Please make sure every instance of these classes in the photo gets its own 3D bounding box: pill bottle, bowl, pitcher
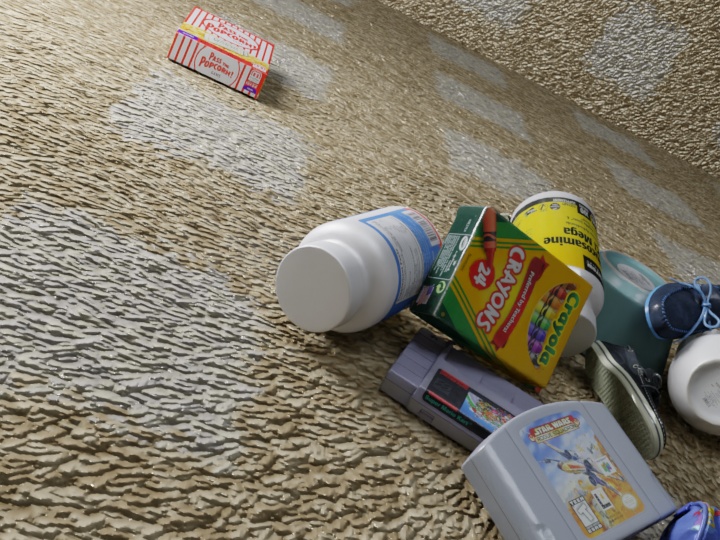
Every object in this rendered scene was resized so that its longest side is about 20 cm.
[{"bbox_3d":[0.000,0.000,0.919,0.112,0.113,0.200,37,25,18],"label":"pill bottle"},{"bbox_3d":[0.245,0.005,1.138,0.112,0.113,0.201,22,45,-15],"label":"pill bottle"},{"bbox_3d":[0.348,0.046,1.226,0.200,0.105,0.201,24,25,-12],"label":"bowl"},{"bbox_3d":[0.468,0.156,1.142,0.172,0.121,0.200,48,16,12],"label":"pitcher"}]

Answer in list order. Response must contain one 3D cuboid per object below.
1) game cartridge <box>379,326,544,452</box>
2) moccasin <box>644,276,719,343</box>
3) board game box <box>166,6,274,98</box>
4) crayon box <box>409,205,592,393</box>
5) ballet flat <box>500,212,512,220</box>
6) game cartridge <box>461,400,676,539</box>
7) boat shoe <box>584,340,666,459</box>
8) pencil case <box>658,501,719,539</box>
[{"bbox_3d":[0.123,0.135,0.883,0.200,0.038,0.130,32,19,7],"label":"game cartridge"},{"bbox_3d":[0.431,0.040,1.153,0.199,0.068,0.081,-12,88,-45],"label":"moccasin"},{"bbox_3d":[-0.221,-0.356,1.473,0.151,0.046,0.200,23,24,-13],"label":"board game box"},{"bbox_3d":[0.161,0.036,0.952,0.200,0.127,0.051,32,-12,-28],"label":"crayon box"},{"bbox_3d":[0.183,-0.038,1.244,0.068,0.076,0.200,9,21,13],"label":"ballet flat"},{"bbox_3d":[0.183,0.182,0.793,0.199,0.042,0.134,-7,60,-44],"label":"game cartridge"},{"bbox_3d":[0.308,0.139,1.023,0.062,0.075,0.200,0,23,-3],"label":"boat shoe"},{"bbox_3d":[0.359,0.276,0.801,0.199,0.078,0.087,28,48,-3],"label":"pencil case"}]
